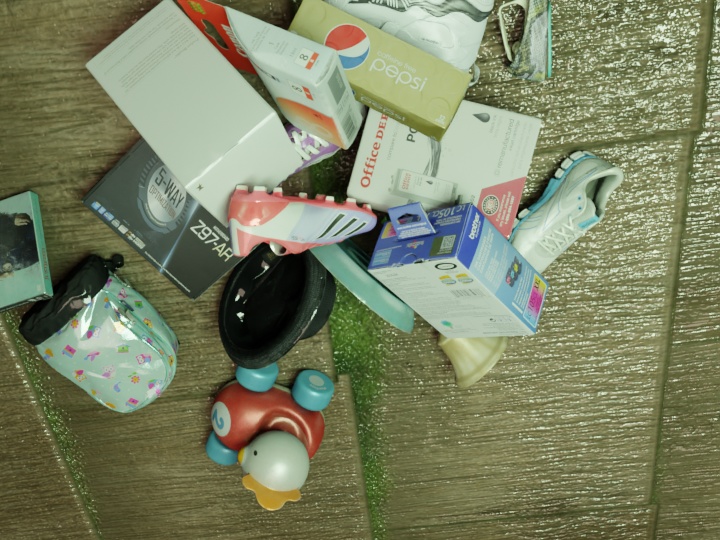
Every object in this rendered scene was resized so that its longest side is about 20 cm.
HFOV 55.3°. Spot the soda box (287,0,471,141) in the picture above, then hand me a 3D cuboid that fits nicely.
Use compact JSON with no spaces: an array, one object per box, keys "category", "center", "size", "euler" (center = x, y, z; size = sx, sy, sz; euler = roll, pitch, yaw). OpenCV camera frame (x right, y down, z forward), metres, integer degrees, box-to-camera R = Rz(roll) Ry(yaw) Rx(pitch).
[{"category":"soda box","center":[0.017,-0.219,0.753],"size":[0.199,0.064,0.068],"euler":[27,88,2]}]

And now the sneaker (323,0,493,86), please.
[{"category":"sneaker","center":[0.054,-0.272,0.805],"size":[0.199,0.075,0.116],"euler":[-1,114,-5]}]

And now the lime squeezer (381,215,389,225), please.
[{"category":"lime squeezer","center":[0.095,0.012,0.932],"size":[0.200,0.038,0.071],"euler":[38,106,1]}]

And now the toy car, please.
[{"category":"toy car","center":[-0.139,0.257,0.992],"size":[0.176,0.200,0.185],"euler":[20,114,-11]}]

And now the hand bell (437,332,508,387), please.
[{"category":"hand bell","center":[0.104,0.063,0.982],"size":[0.200,0.104,0.104],"euler":[43,109,-6]}]

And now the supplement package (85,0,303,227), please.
[{"category":"supplement package","center":[-0.179,-0.170,0.757],"size":[0.121,0.120,0.200],"euler":[-40,71,-3]}]

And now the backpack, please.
[{"category":"backpack","center":[-0.348,0.098,0.949],"size":[0.167,0.127,0.200],"euler":[-37,115,12]}]

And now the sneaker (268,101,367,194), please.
[{"category":"sneaker","center":[-0.077,-0.146,0.844],"size":[0.200,0.114,0.073],"euler":[-32,112,12]}]

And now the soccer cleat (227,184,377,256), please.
[{"category":"soccer cleat","center":[-0.062,-0.050,0.770],"size":[0.199,0.067,0.077],"euler":[3,97,-46]}]

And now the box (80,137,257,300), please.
[{"category":"box","center":[-0.237,-0.079,0.910],"size":[0.160,0.044,0.200],"euler":[-38,111,16]}]

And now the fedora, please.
[{"category":"fedora","center":[-0.101,0.045,0.933],"size":[0.201,0.201,0.091],"euler":[-46,139,19]}]

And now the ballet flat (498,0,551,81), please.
[{"category":"ballet flat","center":[0.195,-0.321,0.792],"size":[0.072,0.072,0.201],"euler":[-1,115,-1]}]

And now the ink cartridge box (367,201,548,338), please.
[{"category":"ink cartridge box","center":[0.105,-0.001,0.795],"size":[0.136,0.077,0.200],"euler":[-8,143,45]}]

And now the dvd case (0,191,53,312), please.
[{"category":"dvd case","center":[-0.507,-0.007,0.904],"size":[0.199,0.022,0.147],"euler":[-17,76,9]}]

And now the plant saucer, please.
[{"category":"plant saucer","center":[0.000,0.000,0.873],"size":[0.200,0.200,0.027],"euler":[40,99,-19]}]

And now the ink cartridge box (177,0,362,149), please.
[{"category":"ink cartridge box","center":[-0.104,-0.215,0.748],"size":[0.199,0.162,0.050],"euler":[23,82,13]}]

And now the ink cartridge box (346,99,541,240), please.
[{"category":"ink cartridge box","center":[0.097,-0.128,0.823],"size":[0.199,0.083,0.147],"euler":[16,91,8]}]

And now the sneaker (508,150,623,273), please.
[{"category":"sneaker","center":[0.259,-0.063,0.875],"size":[0.075,0.087,0.200],"euler":[32,93,-27]}]
